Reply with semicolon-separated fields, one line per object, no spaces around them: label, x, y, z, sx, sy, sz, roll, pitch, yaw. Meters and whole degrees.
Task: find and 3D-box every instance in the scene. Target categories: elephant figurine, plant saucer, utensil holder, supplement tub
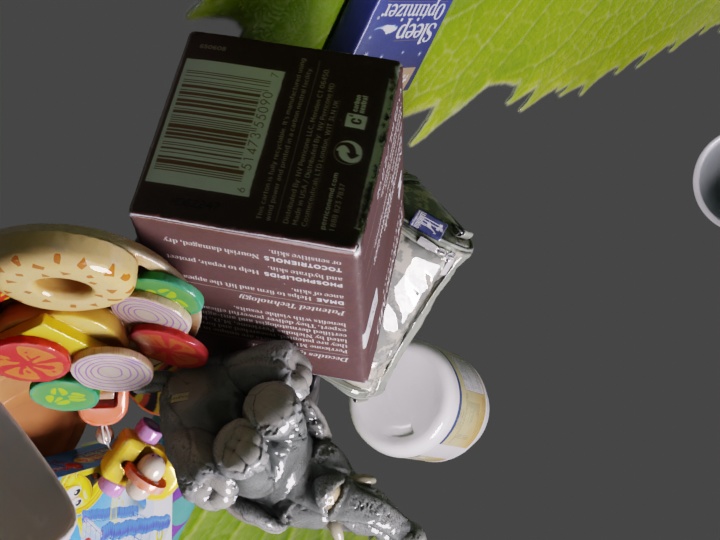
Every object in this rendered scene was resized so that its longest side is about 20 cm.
elephant figurine;-0.059;0.152;0.995;0.140;0.156;0.200;-29;136;14
plant saucer;-0.295;0.142;1.059;0.200;0.037;0.201;-39;155;-22
utensil holder;0.672;-0.146;2.212;0.171;0.170;0.199;-55;158;15
supplement tub;0.081;0.169;1.650;0.145;0.144;0.200;-51;157;5

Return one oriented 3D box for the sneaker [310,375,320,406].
sneaker;-0.112;0.158;1.392;0.199;0.075;0.092;-33;146;-52

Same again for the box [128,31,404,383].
box;-0.059;-0.043;0.966;0.201;0.162;0.168;86;15;-60

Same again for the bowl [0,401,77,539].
bowl;-0.310;0.152;0.841;0.199;0.200;0.075;-17;146;-53

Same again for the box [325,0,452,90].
box;0.028;-0.214;1.105;0.121;0.032;0.201;-16;141;-53

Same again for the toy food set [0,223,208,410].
toy food set;-0.203;0.033;0.907;0.198;0.049;0.197;-23;142;31

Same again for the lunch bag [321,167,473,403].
lunch bag;0.000;0.000;1.209;0.139;0.167;0.201;-9;135;-57

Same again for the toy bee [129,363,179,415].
toy bee;-0.114;0.098;1.119;0.198;0.110;0.130;-21;173;39

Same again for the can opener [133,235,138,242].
can opener;-0.145;0.021;1.112;0.079;0.063;0.200;-52;157;7

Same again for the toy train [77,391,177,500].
toy train;-0.146;0.123;1.041;0.197;0.056;0.152;5;110;-17

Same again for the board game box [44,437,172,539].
board game box;-0.242;0.257;1.091;0.195;0.055;0.203;-8;101;-58

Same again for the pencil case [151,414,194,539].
pencil case;-0.184;0.190;1.274;0.201;0.084;0.093;-60;179;25
